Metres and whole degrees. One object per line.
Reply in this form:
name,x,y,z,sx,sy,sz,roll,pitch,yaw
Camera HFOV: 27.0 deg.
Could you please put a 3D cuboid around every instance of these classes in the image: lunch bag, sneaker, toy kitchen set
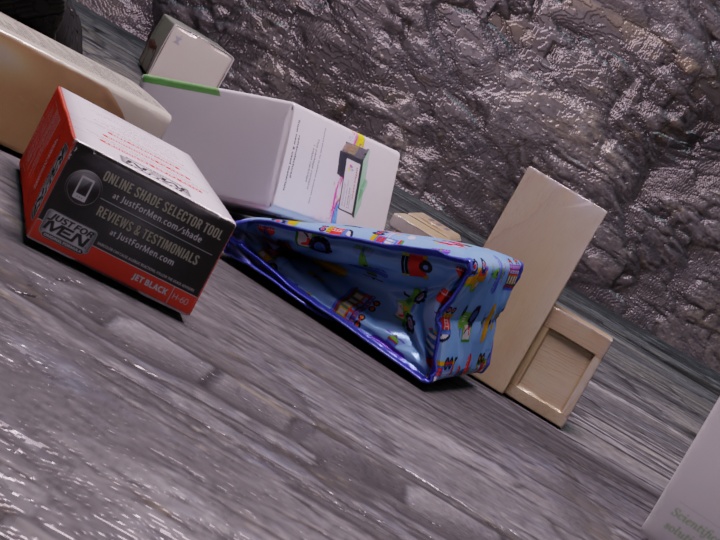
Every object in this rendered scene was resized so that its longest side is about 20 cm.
lunch bag,0.000,0.000,1.099,0.198,0.095,0.150,22,7,19
sneaker,-0.242,-0.181,1.128,0.059,0.201,0.105,-10,43,-5
toy kitchen set,0.126,-0.001,1.255,0.199,0.164,0.180,31,7,7

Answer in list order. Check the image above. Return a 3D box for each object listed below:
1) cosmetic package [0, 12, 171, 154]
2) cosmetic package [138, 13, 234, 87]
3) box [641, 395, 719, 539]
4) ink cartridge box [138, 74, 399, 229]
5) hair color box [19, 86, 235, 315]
cosmetic package,-0.239,-0.129,1.022,0.199,0.072,0.105,26,8,-31
cosmetic package,-0.258,-0.308,2.197,0.103,0.088,0.200,29,6,-16
box,0.321,0.134,0.944,0.198,0.201,0.171,33,6,23
ink cartridge box,-0.075,-0.086,1.208,0.143,0.085,0.200,13,-1,26
hair color box,-0.142,-0.046,0.879,0.101,0.062,0.200,28,6,-18
